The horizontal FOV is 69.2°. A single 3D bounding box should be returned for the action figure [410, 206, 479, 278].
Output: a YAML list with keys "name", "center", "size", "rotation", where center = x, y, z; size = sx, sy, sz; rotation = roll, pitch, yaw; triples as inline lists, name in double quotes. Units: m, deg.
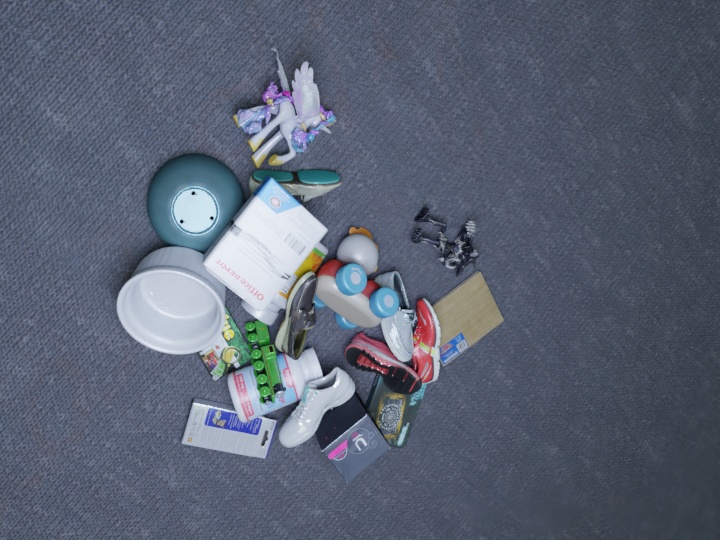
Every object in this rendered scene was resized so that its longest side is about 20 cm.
- name: "action figure"
  center: [0.213, -0.059, 1.206]
  size: [0.196, 0.102, 0.122]
  rotation: [26, 81, -18]

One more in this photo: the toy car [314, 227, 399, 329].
- name: "toy car"
  center: [0.000, 0.000, 1.142]
  size: [0.175, 0.183, 0.204]
  rotation: [33, 62, -21]

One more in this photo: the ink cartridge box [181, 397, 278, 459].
- name: "ink cartridge box"
  center: [-0.291, 0.355, 1.170]
  size: [0.195, 0.037, 0.097]
  rotation: [18, 95, -17]

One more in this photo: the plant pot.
- name: "plant pot"
  center: [-0.319, -0.121, 1.016]
  size: [0.194, 0.135, 0.207]
  rotation: [-3, 102, -16]

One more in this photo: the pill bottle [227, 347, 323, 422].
- name: "pill bottle"
  center: [-0.183, 0.243, 1.141]
  size: [0.195, 0.109, 0.112]
  rotation: [-20, 106, -12]

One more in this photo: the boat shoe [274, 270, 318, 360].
- name: "boat shoe"
  center: [-0.119, 0.096, 1.080]
  size: [0.073, 0.064, 0.204]
  rotation: [-27, 144, -51]

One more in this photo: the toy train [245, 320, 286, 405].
- name: "toy train"
  center: [-0.200, 0.188, 1.092]
  size: [0.055, 0.203, 0.042]
  rotation: [-9, 140, -18]

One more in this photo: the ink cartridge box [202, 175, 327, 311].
- name: "ink cartridge box"
  center: [-0.181, -0.051, 0.982]
  size: [0.144, 0.084, 0.201]
  rotation: [41, 88, -21]

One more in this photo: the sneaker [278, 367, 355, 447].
- name: "sneaker"
  center: [-0.106, 0.280, 1.102]
  size: [0.199, 0.075, 0.089]
  rotation: [-42, 135, -10]

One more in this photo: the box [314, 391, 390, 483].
- name: "box"
  center: [-0.035, 0.342, 1.155]
  size: [0.121, 0.200, 0.107]
  rotation: [-37, 111, -6]

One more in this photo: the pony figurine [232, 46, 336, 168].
- name: "pony figurine"
  center: [-0.147, -0.314, 1.037]
  size: [0.197, 0.167, 0.195]
  rotation: [-33, 140, -11]

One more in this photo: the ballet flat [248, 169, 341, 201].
- name: "ballet flat"
  center: [-0.138, -0.177, 1.107]
  size: [0.193, 0.068, 0.064]
  rotation: [0, 129, -13]

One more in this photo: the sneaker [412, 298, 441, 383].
- name: "sneaker"
  center: [0.141, 0.169, 1.223]
  size: [0.082, 0.077, 0.207]
  rotation: [-5, 99, -11]

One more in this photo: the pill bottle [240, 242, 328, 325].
- name: "pill bottle"
  center: [-0.164, 0.007, 1.099]
  size: [0.110, 0.111, 0.203]
  rotation: [35, 90, -19]

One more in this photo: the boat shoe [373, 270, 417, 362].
- name: "boat shoe"
  center: [0.087, 0.101, 1.177]
  size: [0.069, 0.070, 0.207]
  rotation: [-8, 79, -50]

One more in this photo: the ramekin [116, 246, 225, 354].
- name: "ramekin"
  center: [-0.353, 0.054, 1.004]
  size: [0.193, 0.099, 0.205]
  rotation: [-2, 126, -3]

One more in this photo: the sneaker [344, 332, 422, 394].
- name: "sneaker"
  center: [0.062, 0.205, 1.204]
  size: [0.197, 0.087, 0.074]
  rotation: [31, 124, -4]

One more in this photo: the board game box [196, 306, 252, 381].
- name: "board game box"
  center: [-0.320, 0.128, 1.124]
  size: [0.103, 0.023, 0.204]
  rotation: [-30, 108, -11]

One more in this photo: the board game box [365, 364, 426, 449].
- name: "board game box"
  center: [0.081, 0.327, 1.279]
  size: [0.132, 0.028, 0.206]
  rotation: [18, 94, -19]

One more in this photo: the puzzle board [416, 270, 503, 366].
- name: "puzzle board"
  center: [0.248, 0.119, 1.295]
  size: [0.197, 0.017, 0.153]
  rotation: [-35, 109, -7]
